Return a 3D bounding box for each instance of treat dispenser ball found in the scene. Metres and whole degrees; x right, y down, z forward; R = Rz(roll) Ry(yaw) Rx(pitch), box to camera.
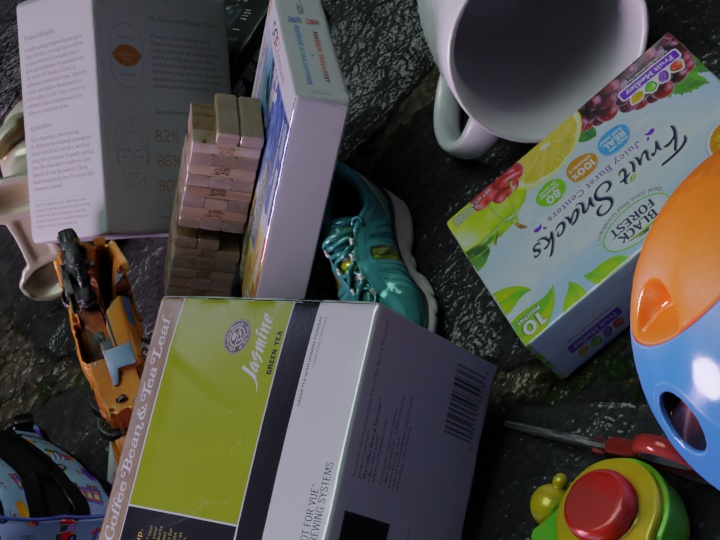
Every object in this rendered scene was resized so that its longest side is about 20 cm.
[{"bbox_3d":[0.232,0.024,0.675,0.199,0.201,0.203,-25,44,27],"label":"treat dispenser ball"}]

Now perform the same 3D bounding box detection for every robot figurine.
[{"bbox_3d":[-0.190,0.060,1.068,0.057,0.146,0.201,-16,50,-11],"label":"robot figurine"}]

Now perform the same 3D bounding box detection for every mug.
[{"bbox_3d":[0.103,-0.177,1.024,0.176,0.146,0.202,-110,37,-56],"label":"mug"}]

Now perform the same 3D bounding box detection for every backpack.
[{"bbox_3d":[-0.277,0.191,1.035,0.199,0.181,0.137,15,95,45],"label":"backpack"}]

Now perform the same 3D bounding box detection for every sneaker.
[{"bbox_3d":[0.000,0.000,1.009,0.077,0.080,0.201,-34,42,17],"label":"sneaker"}]

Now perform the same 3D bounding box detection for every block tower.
[{"bbox_3d":[-0.119,-0.040,1.083,0.058,0.053,0.202,-99,20,-50],"label":"block tower"}]

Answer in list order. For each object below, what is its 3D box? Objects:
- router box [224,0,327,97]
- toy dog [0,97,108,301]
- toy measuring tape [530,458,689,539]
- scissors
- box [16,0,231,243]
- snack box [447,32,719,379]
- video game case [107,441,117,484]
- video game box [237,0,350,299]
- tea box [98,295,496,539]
[{"bbox_3d":[-0.141,-0.213,1.329,0.199,0.062,0.151,18,72,49],"label":"router box"},{"bbox_3d":[-0.288,-0.108,1.328,0.192,0.140,0.201,-30,41,2],"label":"toy dog"},{"bbox_3d":[0.168,0.148,0.738,0.199,0.073,0.074,20,73,49],"label":"toy measuring tape"},{"bbox_3d":[0.155,0.108,0.817,0.200,0.072,0.014,-10,61,69],"label":"scissors"},{"bbox_3d":[-0.196,-0.129,1.178,0.105,0.151,0.203,-4,89,41],"label":"box"},{"bbox_3d":[0.167,-0.044,0.908,0.200,0.053,0.143,-41,41,10],"label":"snack box"},{"bbox_3d":[-0.122,0.137,1.058,0.181,0.024,0.202,-29,44,24],"label":"video game case"},{"bbox_3d":[-0.058,-0.086,1.056,0.183,0.046,0.202,-101,21,-56],"label":"video game box"},{"bbox_3d":[-0.044,0.132,0.867,0.195,0.133,0.203,2,73,41],"label":"tea box"}]
